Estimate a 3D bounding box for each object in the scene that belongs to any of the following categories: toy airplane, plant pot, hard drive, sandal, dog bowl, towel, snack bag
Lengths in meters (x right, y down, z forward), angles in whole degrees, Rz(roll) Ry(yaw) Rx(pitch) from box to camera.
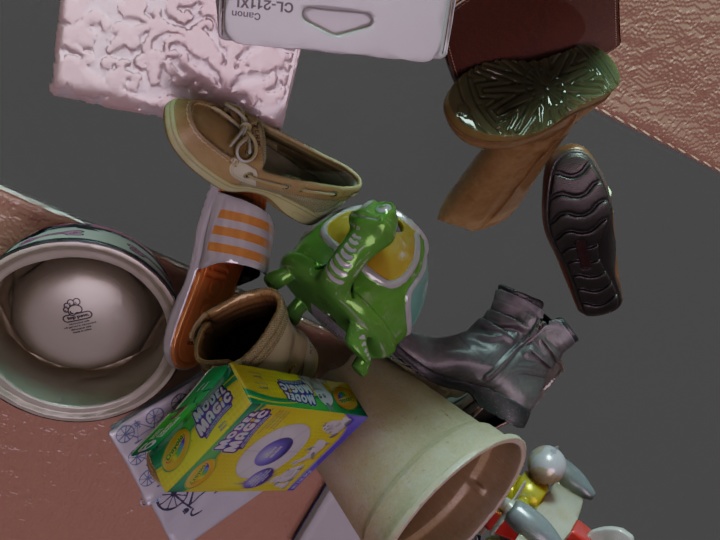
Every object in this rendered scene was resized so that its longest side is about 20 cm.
[{"bbox_3d":[0.219,0.276,0.927,0.198,0.200,0.142,6,101,-18],"label":"toy airplane"},{"bbox_3d":[0.036,0.188,0.824,0.200,0.183,0.201,-30,143,-26],"label":"plant pot"},{"bbox_3d":[0.014,0.288,0.990,0.131,0.025,0.201,20,113,-21],"label":"hard drive"},{"bbox_3d":[-0.116,0.001,0.735,0.079,0.059,0.208,14,95,-59],"label":"sandal"},{"bbox_3d":[-0.267,0.044,0.761,0.199,0.074,0.201,-5,120,-8],"label":"dog bowl"},{"bbox_3d":[-0.144,-0.216,0.662,0.199,0.032,0.192,9,116,-17],"label":"towel"},{"bbox_3d":[-0.152,0.192,0.856,0.188,0.021,0.201,-31,126,-26],"label":"snack bag"}]

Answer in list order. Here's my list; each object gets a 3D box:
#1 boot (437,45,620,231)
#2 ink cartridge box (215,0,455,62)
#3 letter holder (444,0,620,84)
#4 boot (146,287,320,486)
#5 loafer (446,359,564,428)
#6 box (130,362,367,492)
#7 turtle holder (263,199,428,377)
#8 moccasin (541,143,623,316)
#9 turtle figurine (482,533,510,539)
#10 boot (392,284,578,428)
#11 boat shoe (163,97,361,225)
[{"bbox_3d":[0.114,-0.094,0.689,0.174,0.066,0.200,-17,160,-26],"label":"boot"},{"bbox_3d":[-0.026,-0.215,0.553,0.145,0.200,0.083,2,118,-13],"label":"ink cartridge box"},{"bbox_3d":[0.112,-0.217,0.619,0.142,0.101,0.200,-33,160,10],"label":"letter holder"},{"bbox_3d":[-0.132,0.109,0.729,0.200,0.073,0.156,-38,155,-9],"label":"boot"},{"bbox_3d":[0.154,0.162,0.925,0.199,0.063,0.072,-33,122,7],"label":"loafer"},{"bbox_3d":[-0.092,0.142,0.701,0.117,0.048,0.200,-46,145,16],"label":"box"},{"bbox_3d":[-0.006,-0.002,0.744,0.132,0.141,0.186,-49,139,-15],"label":"turtle holder"},{"bbox_3d":[0.230,-0.046,0.822,0.073,0.078,0.202,-20,127,17],"label":"moccasin"},{"bbox_3d":[0.176,0.364,1.024,0.160,0.065,0.200,13,161,-7],"label":"turtle figurine"},{"bbox_3d":[0.125,0.070,0.869,0.199,0.070,0.132,28,91,-9],"label":"boot"},{"bbox_3d":[-0.080,-0.099,0.687,0.063,0.074,0.200,-26,145,28],"label":"boat shoe"}]
